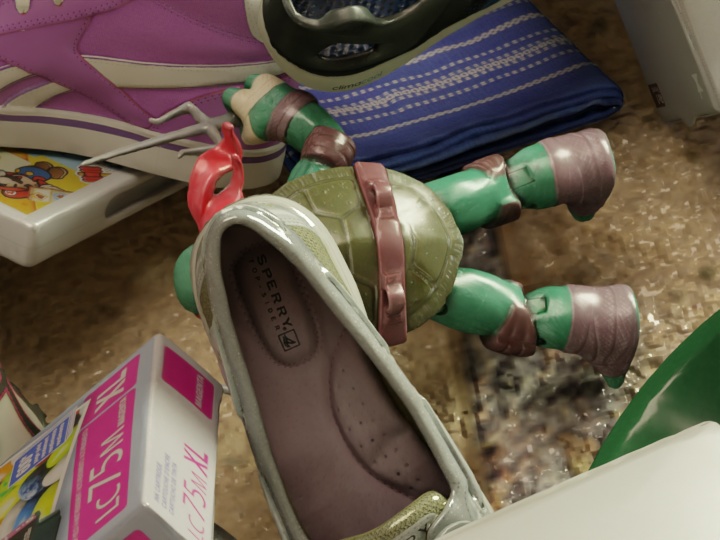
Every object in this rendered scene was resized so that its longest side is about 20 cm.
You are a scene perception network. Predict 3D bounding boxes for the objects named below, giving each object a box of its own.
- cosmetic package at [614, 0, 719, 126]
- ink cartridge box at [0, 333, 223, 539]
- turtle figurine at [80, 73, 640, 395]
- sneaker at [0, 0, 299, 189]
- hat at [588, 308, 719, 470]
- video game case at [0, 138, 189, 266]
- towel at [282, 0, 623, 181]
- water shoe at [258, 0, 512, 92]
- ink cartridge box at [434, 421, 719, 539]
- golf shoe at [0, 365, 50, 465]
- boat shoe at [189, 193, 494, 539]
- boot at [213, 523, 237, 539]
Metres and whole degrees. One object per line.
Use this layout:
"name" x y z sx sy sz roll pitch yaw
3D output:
"cosmetic package" 0.203 -0.132 1.183 0.199 0.091 0.107 -20 2 -8
"ink cartridge box" -0.131 0.118 1.020 0.200 0.042 0.120 -42 20 17
"turtle figurine" 0.000 0.000 1.108 0.199 0.151 0.101 -4 3 -13
"sneaker" -0.120 -0.107 1.162 0.199 0.115 0.073 8 29 -2
"hat" 0.193 0.111 1.036 0.166 0.176 0.200 -45 18 3
"video game case" -0.157 -0.074 1.231 0.199 0.023 0.182 25 31 24
"towel" 0.004 -0.104 1.258 0.144 0.024 0.200 -18 42 -21
"water shoe" 0.051 -0.137 1.106 0.200 0.079 0.072 -40 85 -14
"ink cartridge box" 0.084 0.180 0.856 0.144 0.201 0.147 -20 41 -34
"golf shoe" -0.164 0.045 1.090 0.077 0.088 0.201 -23 89 2
"boat shoe" -0.002 0.068 1.028 0.074 0.065 0.203 -24 91 3
"boot" -0.110 0.192 0.999 0.200 0.069 0.174 -44 17 22
